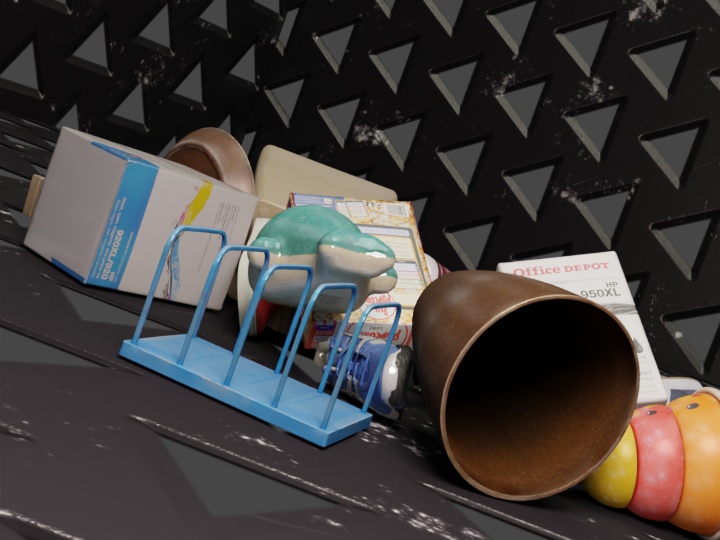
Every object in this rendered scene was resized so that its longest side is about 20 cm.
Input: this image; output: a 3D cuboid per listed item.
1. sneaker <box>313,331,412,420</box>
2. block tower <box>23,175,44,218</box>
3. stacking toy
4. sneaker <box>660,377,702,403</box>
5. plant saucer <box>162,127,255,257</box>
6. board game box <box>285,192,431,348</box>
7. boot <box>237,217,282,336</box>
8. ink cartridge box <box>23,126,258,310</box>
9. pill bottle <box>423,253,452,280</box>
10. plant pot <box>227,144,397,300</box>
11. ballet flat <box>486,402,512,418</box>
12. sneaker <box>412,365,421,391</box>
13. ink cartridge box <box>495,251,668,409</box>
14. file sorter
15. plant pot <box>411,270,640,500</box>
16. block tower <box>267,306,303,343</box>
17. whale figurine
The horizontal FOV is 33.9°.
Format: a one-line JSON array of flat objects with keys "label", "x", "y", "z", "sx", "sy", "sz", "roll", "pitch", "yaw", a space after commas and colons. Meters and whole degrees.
[{"label": "sneaker", "x": 0.002, "y": 0.102, "z": 1.172, "sx": 0.076, "sy": 0.077, "sz": 0.200, "roll": 12, "pitch": -4, "yaw": -11}, {"label": "block tower", "x": -0.355, "y": -0.077, "z": 1.593, "sx": 0.054, "sy": 0.058, "sz": 0.199, "roll": 23, "pitch": 7, "yaw": 36}, {"label": "stacking toy", "x": 0.260, "y": 0.185, "z": 1.139, "sx": 0.198, "sy": 0.148, "sz": 0.146, "roll": 2, "pitch": 8, "yaw": -9}, {"label": "sneaker", "x": 0.328, "y": 0.178, "z": 1.331, "sx": 0.198, "sy": 0.071, "sz": 0.109, "roll": -1, "pitch": 40, "yaw": -23}, {"label": "plant saucer", "x": -0.209, "y": -0.081, "z": 1.487, "sx": 0.034, "sy": 0.202, "sz": 0.199, "roll": 5, "pitch": 15, "yaw": -46}, {"label": "board game box", "x": 0.000, "y": 0.000, "z": 1.329, "sx": 0.150, "sy": 0.047, "sz": 0.201, "roll": 4, "pitch": 45, "yaw": -16}, {"label": "boot", "x": -0.066, "y": 0.007, "z": 1.372, "sx": 0.143, "sy": 0.073, "sz": 0.201, "roll": 6, "pitch": 35, "yaw": 3}, {"label": "ink cartridge box", "x": -0.249, "y": -0.056, "z": 1.356, "sx": 0.147, "sy": 0.146, "sz": 0.199, "roll": 25, "pitch": 7, "yaw": 42}, {"label": "pill bottle", "x": 0.087, "y": 0.049, "z": 1.517, "sx": 0.199, "sy": 0.113, "sz": 0.113, "roll": 36, "pitch": -2, "yaw": -27}, {"label": "plant pot", "x": -0.079, "y": -0.028, "z": 1.557, "sx": 0.198, "sy": 0.202, "sz": 0.177, "roll": 20, "pitch": 15, "yaw": 1}, {"label": "ballet flat", "x": 0.136, "y": 0.142, "z": 1.225, "sx": 0.069, "sy": 0.072, "sz": 0.200, "roll": 26, "pitch": 5, "yaw": -3}, {"label": "sneaker", "x": 0.099, "y": 0.112, "z": 1.386, "sx": 0.103, "sy": 0.061, "sz": 0.200, "roll": -12, "pitch": -5, "yaw": -25}, {"label": "ink cartridge box", "x": 0.233, "y": 0.085, "z": 1.297, "sx": 0.143, "sy": 0.085, "sz": 0.201, "roll": -5, "pitch": 52, "yaw": -7}, {"label": "file sorter", "x": -0.079, "y": 0.052, "z": 1.036, "sx": 0.198, "sy": 0.124, "sz": 0.139, "roll": 22, "pitch": 6, "yaw": 15}, {"label": "plant pot", "x": 0.122, "y": 0.077, "z": 1.078, "sx": 0.185, "sy": 0.188, "sz": 0.200, "roll": 18, "pitch": 12, "yaw": -24}, {"label": "block tower", "x": -0.029, "y": 0.071, "z": 1.407, "sx": 0.199, "sy": 0.055, "sz": 0.058, "roll": 24, "pitch": 7, "yaw": 25}, {"label": "whale figurine", "x": -0.033, "y": -0.020, "z": 1.160, "sx": 0.157, "sy": 0.105, "sz": 0.200, "roll": 11, "pitch": -14, "yaw": -19}]
